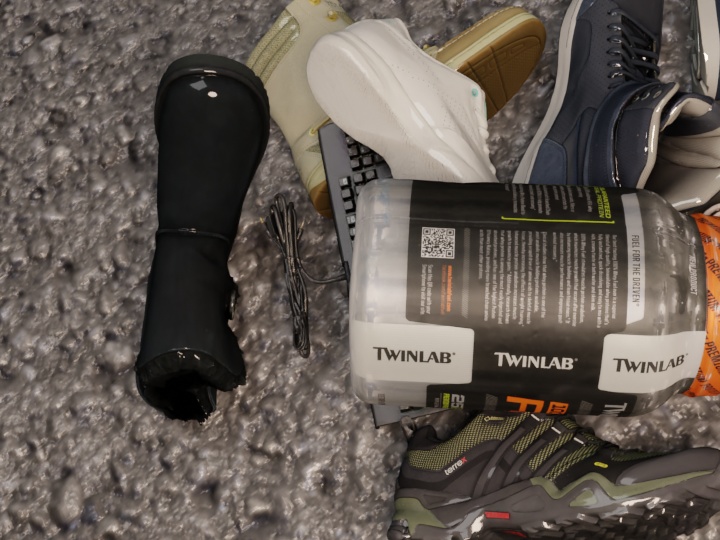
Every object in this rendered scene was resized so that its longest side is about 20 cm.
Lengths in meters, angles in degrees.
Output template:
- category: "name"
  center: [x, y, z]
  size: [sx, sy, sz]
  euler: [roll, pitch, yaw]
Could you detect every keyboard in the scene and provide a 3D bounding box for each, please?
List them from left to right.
- category: "keyboard"
  center: [0.000, 0.000, 0.830]
  size: [0.126, 0.021, 0.203]
  euler: [-16, 74, 16]

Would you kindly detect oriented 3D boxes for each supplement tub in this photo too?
- category: "supplement tub"
  center: [0.095, 0.015, 0.697]
  size: [0.197, 0.123, 0.124]
  euler: [2, 60, 4]

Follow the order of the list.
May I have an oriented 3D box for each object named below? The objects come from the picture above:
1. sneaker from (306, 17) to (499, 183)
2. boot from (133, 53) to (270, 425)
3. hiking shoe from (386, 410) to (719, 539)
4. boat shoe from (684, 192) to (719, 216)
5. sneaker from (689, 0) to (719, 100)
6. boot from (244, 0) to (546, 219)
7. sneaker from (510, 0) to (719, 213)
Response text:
- category: "sneaker"
  center: [0.057, -0.077, 0.803]
  size: [0.088, 0.075, 0.201]
  euler: [-31, 84, -37]
- category: "boot"
  center: [-0.101, -0.013, 0.830]
  size: [0.075, 0.201, 0.170]
  euler: [5, 55, -9]
- category: "hiking shoe"
  center: [0.106, 0.104, 0.720]
  size: [0.197, 0.076, 0.102]
  euler: [-10, 60, 21]
- category: "boat shoe"
  center: [0.228, 0.005, 0.733]
  size: [0.066, 0.057, 0.202]
  euler: [-23, 54, 11]
- category: "sneaker"
  center: [0.256, -0.193, 0.842]
  size: [0.079, 0.077, 0.203]
  euler: [1, 65, 12]
- category: "boot"
  center: [0.018, -0.150, 0.917]
  size: [0.199, 0.072, 0.155]
  euler: [-37, 56, 6]
- category: "sneaker"
  center: [0.176, -0.114, 0.783]
  size: [0.146, 0.076, 0.205]
  euler: [-9, 59, 62]
